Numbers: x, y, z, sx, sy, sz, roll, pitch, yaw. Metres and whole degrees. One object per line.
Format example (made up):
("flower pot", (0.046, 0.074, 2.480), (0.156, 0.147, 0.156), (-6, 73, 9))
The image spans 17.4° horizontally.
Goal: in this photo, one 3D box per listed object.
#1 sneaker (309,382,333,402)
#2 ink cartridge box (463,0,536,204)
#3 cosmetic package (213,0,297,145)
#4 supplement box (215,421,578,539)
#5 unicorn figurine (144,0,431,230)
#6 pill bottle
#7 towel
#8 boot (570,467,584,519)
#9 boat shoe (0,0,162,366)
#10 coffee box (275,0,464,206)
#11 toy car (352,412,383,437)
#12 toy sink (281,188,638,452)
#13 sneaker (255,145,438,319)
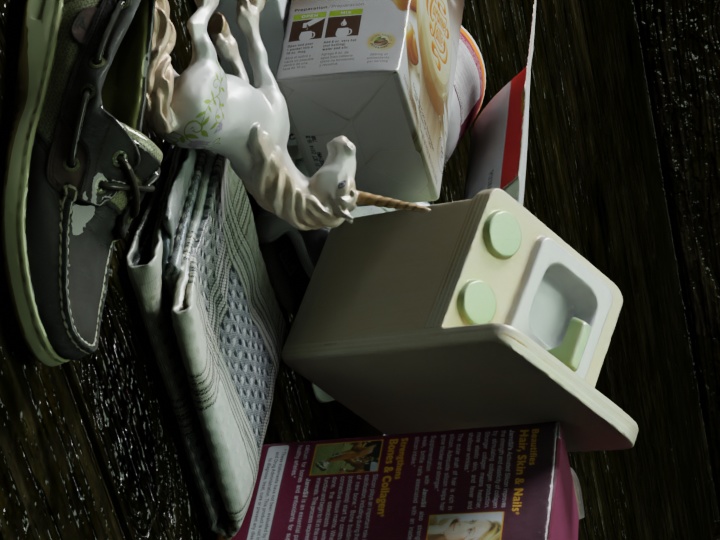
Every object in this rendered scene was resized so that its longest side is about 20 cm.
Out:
("sneaker", (0.018, 0.008, 1.652), (0.074, 0.088, 0.201), (68, 20, -46))
("ink cartridge box", (0.095, -0.081, 1.662), (0.161, 0.050, 0.201), (-79, 171, -56))
("cosmetic package", (-0.050, -0.186, 1.513), (0.200, 0.051, 0.151), (-67, 151, -62))
("supplement box", (0.023, 0.161, 1.369), (0.111, 0.199, 0.086), (-79, 160, -50))
("unicorn figurine", (-0.066, -0.094, 1.316), (0.200, 0.074, 0.138), (5, 69, -44))
("pill bottle", (0.023, -0.117, 1.664), (0.200, 0.109, 0.110), (-56, 139, -69))
("towel", (-0.080, 0.018, 1.351), (0.193, 0.034, 0.201), (-77, 157, -52))
("boot", (0.101, 0.212, 1.515), (0.146, 0.070, 0.201), (-11, 82, -45))
("boat shoe", (-0.127, -0.055, 1.111), (0.072, 0.066, 0.202), (53, 34, -66))
("coffee box", (0.010, -0.151, 1.474), (0.115, 0.079, 0.201), (71, 21, -46))
("toy car", (0.059, 0.107, 1.691), (0.200, 0.157, 0.165), (-30, 122, -63))
("toy sink", (0.074, 0.032, 1.423), (0.130, 0.200, 0.112), (36, 63, -31))
("sneaker", (0.000, 0.000, 1.540), (0.200, 0.075, 0.116), (30, 62, -33))
